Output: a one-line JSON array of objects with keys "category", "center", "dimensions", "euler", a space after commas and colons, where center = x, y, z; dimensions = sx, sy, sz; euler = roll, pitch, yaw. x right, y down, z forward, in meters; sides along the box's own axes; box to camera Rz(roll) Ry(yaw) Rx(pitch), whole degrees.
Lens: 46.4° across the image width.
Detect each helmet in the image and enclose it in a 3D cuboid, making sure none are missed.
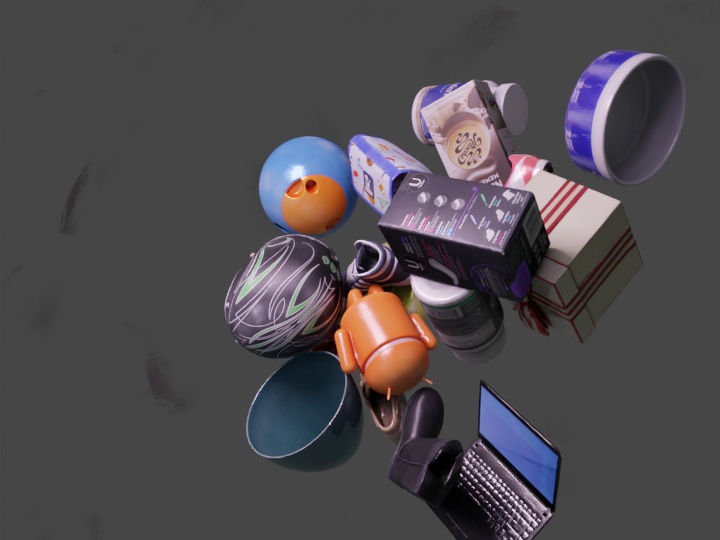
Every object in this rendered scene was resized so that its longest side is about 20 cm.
[{"category": "helmet", "center": [-0.127, 0.052, 1.424], "dimensions": [0.199, 0.201, 0.191], "euler": [-18, 32, 29]}]

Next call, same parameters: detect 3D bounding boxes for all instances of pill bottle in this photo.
[{"category": "pill bottle", "center": [0.205, -0.294, 1.577], "dimensions": [0.199, 0.116, 0.117], "euler": [4, 64, 39]}, {"category": "pill bottle", "center": [0.159, 0.056, 1.303], "dimensions": [0.112, 0.200, 0.114], "euler": [-12, 51, 16]}]

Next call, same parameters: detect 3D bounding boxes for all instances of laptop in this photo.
[{"category": "laptop", "center": [0.182, 0.298, 1.201], "dimensions": [0.200, 0.103, 0.177], "euler": [-49, 43, 1]}]

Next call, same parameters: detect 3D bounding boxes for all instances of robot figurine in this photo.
[{"category": "robot figurine", "center": [0.038, 0.118, 1.370], "dimensions": [0.117, 0.143, 0.201], "euler": [-44, 53, 21]}]

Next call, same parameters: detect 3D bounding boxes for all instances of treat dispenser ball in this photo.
[{"category": "treat dispenser ball", "center": [-0.102, -0.164, 1.671], "dimensions": [0.200, 0.201, 0.202], "euler": [-20, 51, 27]}]

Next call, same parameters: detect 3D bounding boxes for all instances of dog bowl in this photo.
[{"category": "dog bowl", "center": [0.414, -0.238, 1.309], "dimensions": [0.201, 0.200, 0.079], "euler": [-54, 40, -5]}]

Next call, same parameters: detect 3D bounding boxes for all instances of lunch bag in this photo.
[{"category": "lunch bag", "center": [0.072, -0.150, 1.525], "dimensions": [0.124, 0.200, 0.170], "euler": [-46, 45, 3]}]

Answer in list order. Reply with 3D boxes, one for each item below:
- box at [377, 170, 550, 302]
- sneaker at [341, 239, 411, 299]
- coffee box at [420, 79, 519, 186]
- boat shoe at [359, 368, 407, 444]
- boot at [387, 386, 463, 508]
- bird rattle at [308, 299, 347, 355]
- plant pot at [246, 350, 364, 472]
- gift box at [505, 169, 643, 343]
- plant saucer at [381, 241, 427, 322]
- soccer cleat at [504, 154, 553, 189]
[{"category": "box", "center": [0.145, -0.050, 1.173], "dimensions": [0.199, 0.123, 0.107], "euler": [15, 63, 33]}, {"category": "sneaker", "center": [0.000, 0.000, 1.453], "dimensions": [0.199, 0.108, 0.071], "euler": [-16, 66, 44]}, {"category": "coffee box", "center": [0.203, -0.215, 1.472], "dimensions": [0.112, 0.080, 0.201], "euler": [-26, 86, 29]}, {"category": "boat shoe", "center": [0.036, 0.196, 1.415], "dimensions": [0.071, 0.064, 0.201], "euler": [-37, 45, 12]}, {"category": "boot", "center": [0.103, 0.254, 1.243], "dimensions": [0.200, 0.065, 0.166], "euler": [132, 155, -78]}, {"category": "bird rattle", "center": [-0.087, 0.076, 1.573], "dimensions": [0.199, 0.113, 0.164], "euler": [8, 55, 39]}, {"category": "plant pot", "center": [-0.071, 0.255, 1.400], "dimensions": [0.199, 0.135, 0.201], "euler": [-25, 38, 21]}, {"category": "gift box", "center": [0.288, -0.015, 1.282], "dimensions": [0.187, 0.185, 0.200], "euler": [-48, 40, -12]}, {"category": "plant saucer", "center": [0.047, 0.037, 1.495], "dimensions": [0.199, 0.031, 0.202], "euler": [-18, 65, 43]}, {"category": "soccer cleat", "center": [0.255, -0.092, 1.391], "dimensions": [0.073, 0.068, 0.202], "euler": [22, 106, 26]}]
